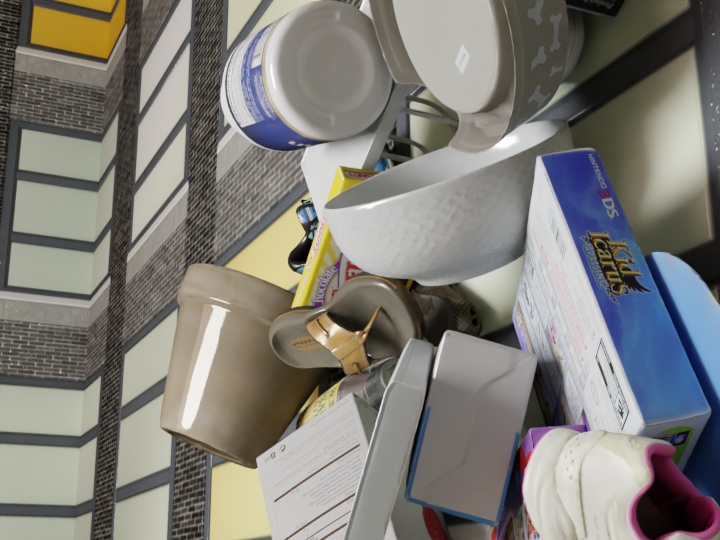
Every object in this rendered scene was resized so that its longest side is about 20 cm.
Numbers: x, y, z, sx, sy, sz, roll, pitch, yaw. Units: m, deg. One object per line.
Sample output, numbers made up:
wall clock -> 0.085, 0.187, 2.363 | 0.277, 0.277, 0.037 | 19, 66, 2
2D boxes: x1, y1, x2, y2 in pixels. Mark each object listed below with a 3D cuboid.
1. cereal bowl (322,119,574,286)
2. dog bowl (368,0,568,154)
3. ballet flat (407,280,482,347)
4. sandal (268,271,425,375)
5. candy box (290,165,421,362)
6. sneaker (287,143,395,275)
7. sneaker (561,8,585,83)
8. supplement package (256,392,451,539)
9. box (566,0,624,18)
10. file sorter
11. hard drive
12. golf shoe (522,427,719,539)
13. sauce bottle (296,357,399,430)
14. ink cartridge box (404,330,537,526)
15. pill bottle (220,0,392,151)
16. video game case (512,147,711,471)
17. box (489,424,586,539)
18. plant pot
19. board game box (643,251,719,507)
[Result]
cereal bowl -> 0.075, -0.045, 0.819 | 0.200, 0.198, 0.084 | 8, 121, 66
dog bowl -> 0.075, -0.189, 0.768 | 0.201, 0.058, 0.202 | 53, 157, 35
ballet flat -> 0.066, 0.026, 0.996 | 0.200, 0.046, 0.068 | -137, 54, -67
sandal -> -0.020, 0.056, 0.903 | 0.199, 0.082, 0.055 | -16, 27, 47
candy box -> 0.000, 0.000, 0.969 | 0.027, 0.101, 0.202 | -108, 31, -50
sneaker -> -0.022, -0.061, 1.152 | 0.202, 0.089, 0.079 | -65, 30, 32
sneaker -> 0.099, -0.231, 0.879 | 0.080, 0.129, 0.202 | -61, 32, 36
supplement package -> 0.003, 0.235, 0.926 | 0.119, 0.121, 0.201 | -34, 43, 14
box -> 0.169, -0.317, 0.776 | 0.201, 0.106, 0.150 | -61, 33, 39
file sorter -> 0.043, -0.133, 0.984 | 0.140, 0.123, 0.202 | -111, 37, -49
hard drive -> 0.022, 0.127, 0.756 | 0.200, 0.026, 0.134 | -36, -38, -83
golf shoe -> 0.169, 0.171, 0.579 | 0.091, 0.201, 0.075 | -22, 19, 49
sauce bottle -> -0.004, 0.139, 1.088 | 0.200, 0.065, 0.067 | 135, 136, -53
ink cartridge box -> 0.077, 0.116, 0.791 | 0.200, 0.067, 0.118 | 71, -147, -81
pill bottle -> -0.058, -0.163, 0.937 | 0.199, 0.110, 0.113 | -175, 93, -67
video game case -> 0.153, 0.056, 0.696 | 0.182, 0.045, 0.202 | 90, 170, -53
box -> 0.125, 0.202, 0.721 | 0.201, 0.038, 0.139 | 94, 172, -64
plant pot -> -0.134, 0.113, 1.165 | 0.199, 0.198, 0.175 | -12, 52, 65
board game box -> 0.210, 0.086, 0.628 | 0.158, 0.038, 0.203 | -137, 37, -79
